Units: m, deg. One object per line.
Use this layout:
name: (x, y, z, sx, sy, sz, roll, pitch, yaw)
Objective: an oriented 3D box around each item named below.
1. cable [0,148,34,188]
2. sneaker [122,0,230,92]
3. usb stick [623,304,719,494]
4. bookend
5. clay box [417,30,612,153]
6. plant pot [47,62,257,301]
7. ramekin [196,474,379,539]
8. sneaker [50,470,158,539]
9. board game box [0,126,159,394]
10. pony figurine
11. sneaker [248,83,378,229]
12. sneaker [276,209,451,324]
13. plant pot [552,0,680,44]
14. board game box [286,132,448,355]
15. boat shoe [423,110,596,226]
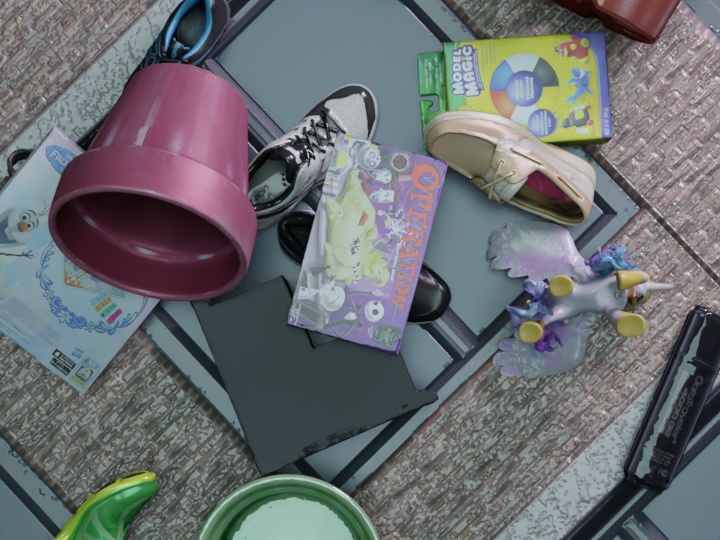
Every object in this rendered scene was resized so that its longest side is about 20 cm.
cable: (-0.301, -0.089, 1.686, 0.198, 0.050, 0.098, -11, 79, -11)
sneaker: (-0.206, -0.212, 1.658, 0.073, 0.082, 0.201, 26, 90, 1)
usb stick: (0.336, 0.135, 1.653, 0.055, 0.033, 0.201, 24, 88, -5)
bookend: (-0.049, 0.083, 1.636, 0.197, 0.092, 0.201, -24, 86, -1)
clay box: (0.162, -0.187, 1.664, 0.198, 0.048, 0.116, -4, 88, 1)
plant pot: (-0.191, -0.096, 1.556, 0.198, 0.201, 0.180, 10, 58, 2)
ramekin: (-0.071, 0.308, 1.623, 0.198, 0.098, 0.202, 0, 87, 1)
sneaker: (-0.274, 0.288, 1.645, 0.084, 0.074, 0.200, 44, 99, 5)
board game box: (-0.305, -0.010, 1.644, 0.200, 0.043, 0.199, 40, 91, -15)
pony figurine: (0.215, 0.031, 1.600, 0.191, 0.200, 0.168, -5, 94, 17)
sneaker: (-0.057, -0.118, 1.648, 0.076, 0.088, 0.200, 44, 88, 5)
sneaker: (0.000, 0.000, 1.640, 0.199, 0.088, 0.076, 24, 88, 3)
plant pot: (0.278, -0.350, 1.605, 0.199, 0.201, 0.197, 27, 96, 3)
board game box: (0.007, -0.027, 1.585, 0.119, 0.032, 0.202, 15, 86, -4)
boat shoe: (0.156, -0.102, 1.616, 0.198, 0.074, 0.070, 19, 49, -16)
